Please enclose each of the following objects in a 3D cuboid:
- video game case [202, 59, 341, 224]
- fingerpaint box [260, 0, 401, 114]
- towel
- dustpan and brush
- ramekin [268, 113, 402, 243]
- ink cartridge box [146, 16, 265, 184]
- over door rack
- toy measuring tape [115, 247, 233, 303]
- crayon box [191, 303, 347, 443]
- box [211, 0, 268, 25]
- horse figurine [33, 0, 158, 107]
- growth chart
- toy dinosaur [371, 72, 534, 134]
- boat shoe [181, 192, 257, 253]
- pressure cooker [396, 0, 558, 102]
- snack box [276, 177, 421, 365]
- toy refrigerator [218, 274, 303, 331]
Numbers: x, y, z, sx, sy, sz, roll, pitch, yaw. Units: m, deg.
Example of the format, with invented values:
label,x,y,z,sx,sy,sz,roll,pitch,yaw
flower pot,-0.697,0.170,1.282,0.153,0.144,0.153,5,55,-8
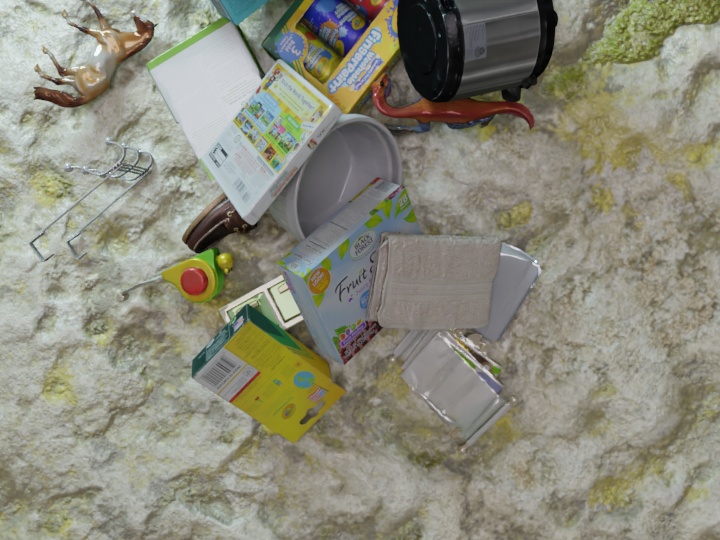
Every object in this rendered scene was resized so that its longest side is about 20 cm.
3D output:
label,x,y,z,sx,sy,sz,roll,pitch,yaw
video game case,-0.125,-0.177,1.137,0.023,0.200,0.183,34,99,-38
fingerpaint box,-0.019,-0.349,1.246,0.166,0.073,0.201,41,95,4
towel,0.104,0.015,1.174,0.197,0.034,0.135,0,109,-25
dustpan and brush,0.149,-0.003,1.257,0.198,0.057,0.141,29,106,-2
ramekin,-0.046,-0.128,1.198,0.104,0.199,0.203,26,95,42
ink cartridge box,-0.203,-0.249,1.267,0.146,0.076,0.202,-29,90,5
over door rack,-0.402,-0.109,1.253,0.066,0.148,0.201,39,94,1
toy measuring tape,-0.275,0.028,1.289,0.198,0.074,0.074,-24,89,13
crayon box,-0.132,0.155,1.246,0.127,0.051,0.199,-43,117,13
box,-0.123,-0.435,1.203,0.199,0.082,0.049,-39,129,-6
horse figurine,-0.412,-0.324,1.293,0.132,0.050,0.202,32,86,-7
growth chart,0.139,0.156,1.261,0.144,0.018,0.201,-41,87,17
toy dinosaur,0.112,-0.243,1.195,0.180,0.199,0.107,-15,108,-38
boat shoe,-0.178,-0.092,1.270,0.200,0.070,0.070,-43,84,5
pressure cooker,0.166,-0.321,1.129,0.197,0.177,0.180,-16,65,-16
snack box,0.000,0.000,1.177,0.200,0.067,0.170,-42,131,-24
toy refrigerator,-0.104,0.043,1.268,0.198,0.070,0.077,-28,89,6
